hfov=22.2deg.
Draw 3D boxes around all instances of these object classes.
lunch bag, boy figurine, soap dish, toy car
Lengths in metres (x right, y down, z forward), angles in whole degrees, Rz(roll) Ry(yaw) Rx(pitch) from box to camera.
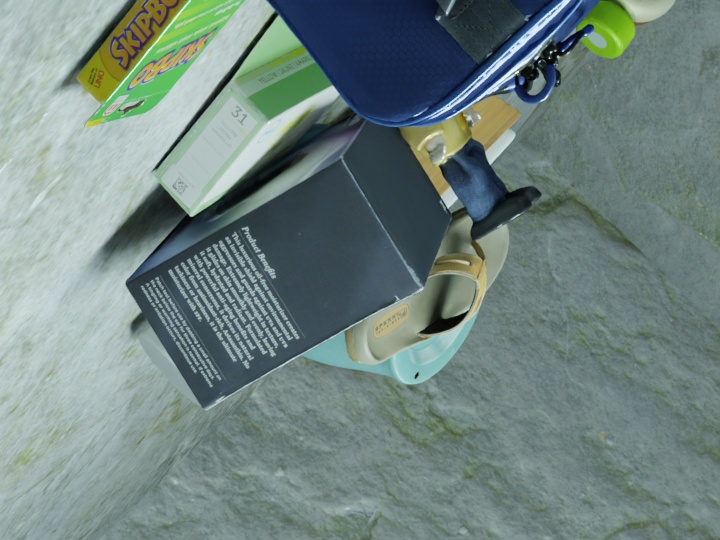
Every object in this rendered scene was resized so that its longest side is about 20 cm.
[{"bbox_3d":[0.018,-0.151,0.752,0.136,0.200,0.132,-41,175,19],"label":"lunch bag"},{"bbox_3d":[0.068,-0.125,1.485,0.064,0.201,0.124,-30,-179,25],"label":"boy figurine"},{"bbox_3d":[0.041,-0.112,1.816,0.200,0.081,0.157,-44,-150,-16],"label":"soap dish"},{"bbox_3d":[0.221,-0.298,1.860,0.165,0.158,0.200,-52,-170,-19],"label":"toy car"}]

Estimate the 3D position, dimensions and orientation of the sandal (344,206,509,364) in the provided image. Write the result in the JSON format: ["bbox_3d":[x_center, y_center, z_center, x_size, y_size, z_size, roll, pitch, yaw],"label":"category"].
[{"bbox_3d":[0.065,0.016,1.489,0.054,0.081,0.200,9,-147,41],"label":"sandal"}]

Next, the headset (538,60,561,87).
[{"bbox_3d":[0.170,-0.249,2.086,0.124,0.094,0.200,-46,165,16],"label":"headset"}]

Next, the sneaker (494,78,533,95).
[{"bbox_3d":[0.097,-0.197,1.461,0.199,0.080,0.116,-90,-177,-81],"label":"sneaker"}]

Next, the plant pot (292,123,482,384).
[{"bbox_3d":[0.000,0.000,1.614,0.200,0.187,0.201,-37,142,-35],"label":"plant pot"}]

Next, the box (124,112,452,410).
[{"bbox_3d":[-0.049,-0.018,1.419,0.197,0.124,0.200,-28,-169,16],"label":"box"}]

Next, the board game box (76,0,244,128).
[{"bbox_3d":[-0.075,-0.157,0.965,0.200,0.030,0.095,-50,174,18],"label":"board game box"}]

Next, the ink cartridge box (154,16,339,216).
[{"bbox_3d":[-0.048,-0.137,1.301,0.200,0.048,0.145,-46,176,31],"label":"ink cartridge box"}]

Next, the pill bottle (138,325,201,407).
[{"bbox_3d":[-0.112,0.029,1.775,0.200,0.116,0.116,-45,176,-15],"label":"pill bottle"}]
